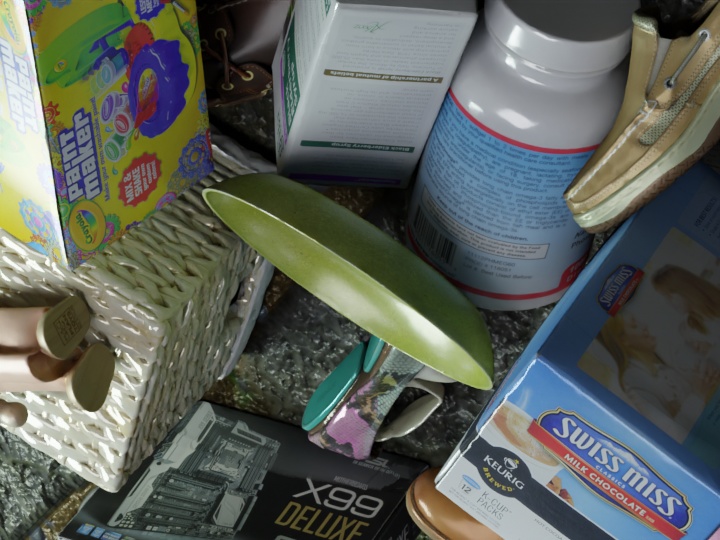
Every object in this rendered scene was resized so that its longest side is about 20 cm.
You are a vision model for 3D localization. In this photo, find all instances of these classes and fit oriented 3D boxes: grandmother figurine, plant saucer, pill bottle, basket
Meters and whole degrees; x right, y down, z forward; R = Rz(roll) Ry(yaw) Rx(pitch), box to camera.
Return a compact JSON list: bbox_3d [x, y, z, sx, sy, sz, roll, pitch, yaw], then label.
[{"bbox_3d":[-0.249,0.051,1.727,0.200,0.061,0.121,-6,113,36],"label":"grandmother figurine"},{"bbox_3d":[0.000,0.000,1.611,0.200,0.031,0.200,34,172,6],"label":"plant saucer"},{"bbox_3d":[0.094,-0.080,1.573,0.109,0.109,0.200,27,136,13],"label":"pill bottle"},{"bbox_3d":[-0.177,-0.004,1.790,0.200,0.161,0.198,32,138,10],"label":"basket"}]

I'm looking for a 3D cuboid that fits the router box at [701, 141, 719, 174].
[{"bbox_3d":[0.252,0.025,1.597,0.200,0.049,0.180,15,132,24],"label":"router box"}]

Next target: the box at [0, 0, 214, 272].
[{"bbox_3d":[-0.199,-0.141,1.608,0.192,0.122,0.200,31,143,32],"label":"box"}]

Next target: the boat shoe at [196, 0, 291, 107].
[{"bbox_3d":[-0.080,-0.129,1.681,0.200,0.070,0.070,-20,109,42],"label":"boat shoe"}]

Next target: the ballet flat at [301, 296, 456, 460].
[{"bbox_3d":[0.025,0.060,1.781,0.071,0.069,0.200,22,142,-8],"label":"ballet flat"}]

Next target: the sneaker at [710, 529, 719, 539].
[{"bbox_3d":[0.200,0.113,1.637,0.082,0.070,0.200,-27,124,32],"label":"sneaker"}]

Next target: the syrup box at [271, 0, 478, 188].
[{"bbox_3d":[0.004,-0.125,1.549,0.081,0.079,0.200,3,154,-11],"label":"syrup box"}]

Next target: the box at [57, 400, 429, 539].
[{"bbox_3d":[-0.074,0.169,1.866,0.200,0.158,0.050,14,133,25],"label":"box"}]

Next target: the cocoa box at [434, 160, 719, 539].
[{"bbox_3d":[0.157,0.060,1.507,0.133,0.200,0.131,37,137,2],"label":"cocoa box"}]

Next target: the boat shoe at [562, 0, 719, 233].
[{"bbox_3d":[0.169,-0.109,1.482,0.076,0.072,0.200,41,102,-10],"label":"boat shoe"}]

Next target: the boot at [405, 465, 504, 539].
[{"bbox_3d":[0.130,0.121,1.751,0.200,0.074,0.155,13,134,9],"label":"boot"}]

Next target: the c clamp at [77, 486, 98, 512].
[{"bbox_3d":[-0.120,0.200,2.026,0.200,0.027,0.171,20,139,18],"label":"c clamp"}]
